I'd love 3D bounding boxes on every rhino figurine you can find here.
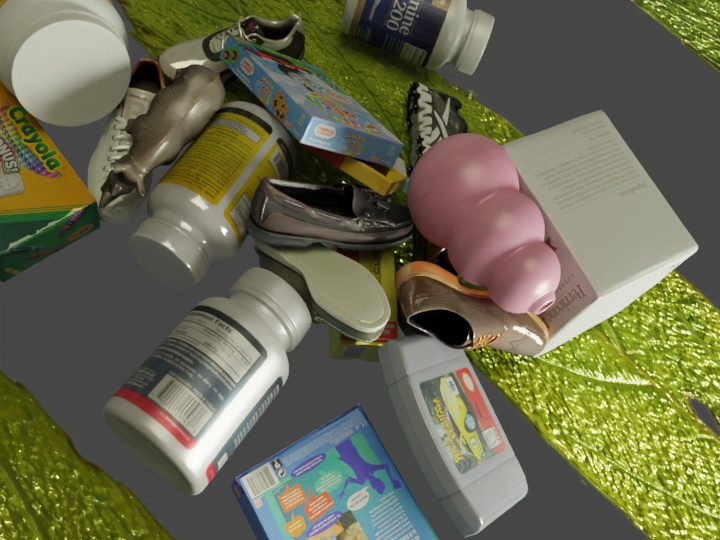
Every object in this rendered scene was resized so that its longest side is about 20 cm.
[{"bbox_3d":[-0.214,-0.141,0.775,0.060,0.086,0.202,47,63,-30],"label":"rhino figurine"}]

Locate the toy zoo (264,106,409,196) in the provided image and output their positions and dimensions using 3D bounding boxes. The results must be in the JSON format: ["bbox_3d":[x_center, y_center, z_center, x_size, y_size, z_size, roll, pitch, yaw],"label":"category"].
[{"bbox_3d":[-0.015,-0.148,0.891,0.197,0.021,0.131,32,21,0],"label":"toy zoo"}]

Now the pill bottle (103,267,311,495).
[{"bbox_3d":[-0.138,0.099,0.714,0.119,0.120,0.201,36,59,5],"label":"pill bottle"}]

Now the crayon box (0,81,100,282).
[{"bbox_3d":[-0.382,-0.103,0.783,0.118,0.059,0.201,-34,77,-28],"label":"crayon box"}]

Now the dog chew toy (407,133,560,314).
[{"bbox_3d":[0.134,-0.044,0.765,0.122,0.125,0.202,-23,66,-25],"label":"dog chew toy"}]

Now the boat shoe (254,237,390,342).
[{"bbox_3d":[-0.043,0.017,0.777,0.071,0.061,0.201,-24,46,-34],"label":"boat shoe"}]

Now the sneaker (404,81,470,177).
[{"bbox_3d":[0.107,-0.156,0.949,0.088,0.067,0.205,6,60,-11],"label":"sneaker"}]

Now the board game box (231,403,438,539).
[{"bbox_3d":[-0.014,0.257,0.712,0.150,0.045,0.202,-24,72,-26],"label":"board game box"}]

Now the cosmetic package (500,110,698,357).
[{"bbox_3d":[0.245,-0.044,0.873,0.163,0.168,0.203,-21,70,-24],"label":"cosmetic package"}]

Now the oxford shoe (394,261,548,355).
[{"bbox_3d":[0.122,0.062,0.792,0.196,0.072,0.074,21,40,-19],"label":"oxford shoe"}]

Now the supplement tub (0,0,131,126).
[{"bbox_3d":[-0.340,-0.269,0.808,0.142,0.147,0.201,-18,53,-24],"label":"supplement tub"}]

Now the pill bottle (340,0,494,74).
[{"bbox_3d":[0.079,-0.348,1.015,0.196,0.111,0.113,21,59,-4],"label":"pill bottle"}]

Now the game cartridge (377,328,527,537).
[{"bbox_3d":[0.094,0.159,0.759,0.132,0.041,0.204,-9,68,-50],"label":"game cartridge"}]

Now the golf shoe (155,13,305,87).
[{"bbox_3d":[-0.163,-0.282,0.925,0.196,0.088,0.079,-16,69,-22],"label":"golf shoe"}]

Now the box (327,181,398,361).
[{"bbox_3d":[0.000,0.000,0.846,0.073,0.050,0.205,7,62,-14],"label":"box"}]

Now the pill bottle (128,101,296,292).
[{"bbox_3d":[-0.161,-0.080,0.805,0.111,0.113,0.202,30,59,1],"label":"pill bottle"}]

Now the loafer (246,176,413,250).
[{"bbox_3d":[-0.023,-0.064,0.787,0.195,0.064,0.072,-2,34,-26],"label":"loafer"}]

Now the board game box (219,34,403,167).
[{"bbox_3d":[-0.058,-0.199,0.864,0.149,0.037,0.201,7,34,-46],"label":"board game box"}]

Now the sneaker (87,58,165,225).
[{"bbox_3d":[-0.264,-0.153,0.830,0.071,0.085,0.205,10,62,-13],"label":"sneaker"}]

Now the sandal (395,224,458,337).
[{"bbox_3d":[0.092,-0.018,0.853,0.082,0.054,0.204,41,58,-41],"label":"sandal"}]
